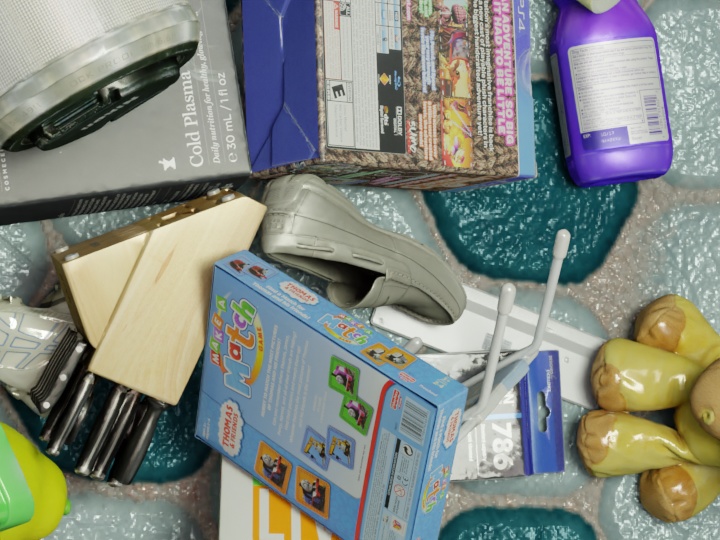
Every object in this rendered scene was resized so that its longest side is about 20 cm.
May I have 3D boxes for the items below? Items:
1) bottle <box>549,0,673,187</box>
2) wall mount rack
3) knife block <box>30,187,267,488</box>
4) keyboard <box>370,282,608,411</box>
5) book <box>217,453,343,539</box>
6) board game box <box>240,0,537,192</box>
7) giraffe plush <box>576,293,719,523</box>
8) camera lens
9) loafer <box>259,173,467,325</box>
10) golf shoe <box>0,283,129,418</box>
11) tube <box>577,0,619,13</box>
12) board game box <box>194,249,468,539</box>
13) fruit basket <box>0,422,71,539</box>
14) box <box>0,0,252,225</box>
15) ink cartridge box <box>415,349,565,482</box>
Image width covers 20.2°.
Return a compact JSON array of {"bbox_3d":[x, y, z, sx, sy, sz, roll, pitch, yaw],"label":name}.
[{"bbox_3d":[0.190,-0.167,1.569,0.083,0.065,0.200,-8,86,-9],"label":"bottle"},{"bbox_3d":[0.080,0.060,1.408,0.174,0.200,0.075,-34,93,31],"label":"wall mount rack"},{"bbox_3d":[-0.141,0.054,1.414,0.200,0.064,0.176,-22,104,-12],"label":"knife block"},{"bbox_3d":[0.107,0.051,1.560,0.200,0.011,0.056,22,85,-10],"label":"keyboard"},{"bbox_3d":[-0.033,0.188,1.397,0.133,0.048,0.200,3,40,-6],"label":"book"},{"bbox_3d":[0.022,-0.145,1.477,0.200,0.097,0.160,3,83,-37],"label":"board game box"},{"bbox_3d":[0.281,0.114,1.508,0.200,0.162,0.173,17,85,-13],"label":"giraffe plush"},{"bbox_3d":[-0.210,-0.189,1.308,0.160,0.160,0.200,-29,91,-14],"label":"camera lens"},{"bbox_3d":[0.000,0.000,1.470,0.200,0.070,0.070,30,62,-35],"label":"loafer"},{"bbox_3d":[-0.249,0.061,1.446,0.200,0.078,0.097,-7,92,-12],"label":"golf shoe"},{"bbox_3d":[0.125,-0.273,1.547,0.200,0.052,0.058,42,34,24],"label":"tube"},{"bbox_3d":[-0.025,0.096,1.353,0.200,0.151,0.037,31,39,29],"label":"board game box"},{"bbox_3d":[-0.294,0.136,1.387,0.215,0.216,0.156,-24,91,-14],"label":"fruit basket"},{"bbox_3d":[-0.195,-0.144,1.452,0.196,0.124,0.200,-9,87,-12],"label":"box"},{"bbox_3d":[0.062,0.111,1.524,0.200,0.039,0.100,-3,86,-12],"label":"ink cartridge box"}]
